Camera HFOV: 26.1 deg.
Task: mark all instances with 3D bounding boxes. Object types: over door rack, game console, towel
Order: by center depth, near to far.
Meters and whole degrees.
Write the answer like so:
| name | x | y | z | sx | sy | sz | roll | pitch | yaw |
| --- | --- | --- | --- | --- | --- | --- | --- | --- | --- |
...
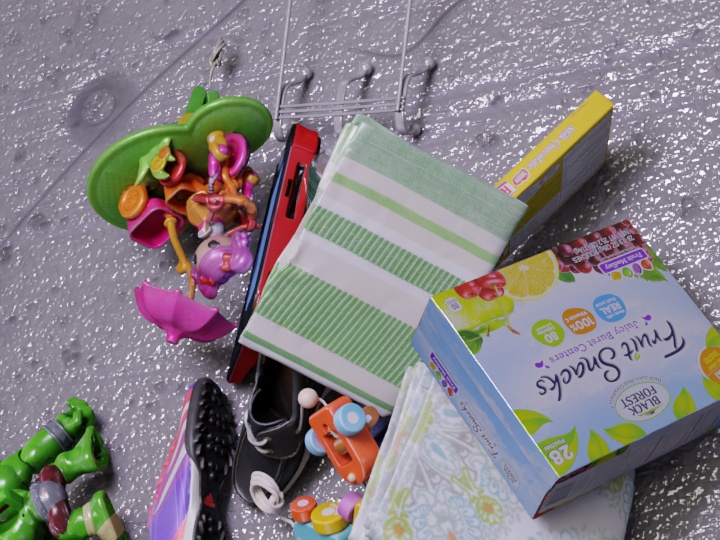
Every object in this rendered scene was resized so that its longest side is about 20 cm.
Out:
| name | x | y | z | sx | sy | sz | roll | pitch | yaw |
| --- | --- | --- | --- | --- | --- | --- | --- | --- | --- |
| towel | 0.101 | 0.172 | 1.140 | 0.199 | 0.048 | 0.172 | 27 | 50 | -4 |
| towel | 0.014 | 0.001 | 1.190 | 0.152 | 0.023 | 0.201 | 28 | 103 | -7 |
| game console | -0.081 | -0.014 | 1.361 | 0.031 | 0.177 | 0.202 | 16 | 69 | -10 |
| over door rack | -0.007 | -0.223 | 1.464 | 0.147 | 0.066 | 0.202 | -1 | 86 | 28 |

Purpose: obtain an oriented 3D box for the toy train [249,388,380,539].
| name | x | y | z | sx | sy | sz | roll | pitch | yaw |
| --- | --- | --- | --- | --- | --- | --- | --- | --- | --- |
| toy train | -0.012 | 0.171 | 1.225 | 0.055 | 0.200 | 0.151 | -29 | 80 | -32 |

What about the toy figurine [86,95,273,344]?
| name | x | y | z | sx | sy | sz | roll | pitch | yaw |
| --- | --- | --- | --- | --- | --- | --- | --- | --- | --- |
| toy figurine | -0.141 | -0.028 | 1.387 | 0.199 | 0.150 | 0.185 | -35 | 52 | 24 |

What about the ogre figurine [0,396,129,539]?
| name | x | y | z | sx | sy | sz | roll | pitch | yaw |
| --- | --- | --- | --- | --- | --- | --- | --- | --- | --- |
| ogre figurine | -0.279 | 0.213 | 1.387 | 0.119 | 0.098 | 0.201 | -22 | 68 | 3 |

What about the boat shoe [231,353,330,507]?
| name | x | y | z | sx | sy | sz | roll | pitch | yaw |
| --- | --- | --- | --- | --- | --- | --- | --- | --- | --- |
| boat shoe | -0.074 | 0.119 | 1.290 | 0.072 | 0.067 | 0.201 | 40 | 126 | 25 |

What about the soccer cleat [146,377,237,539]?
| name | x | y | z | sx | sy | sz | roll | pitch | yaw |
| --- | --- | --- | --- | --- | --- | --- | --- | --- | --- |
| soccer cleat | -0.154 | 0.190 | 1.350 | 0.073 | 0.068 | 0.202 | -13 | 63 | 27 |

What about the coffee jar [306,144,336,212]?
| name | x | y | z | sx | sy | sz | roll | pitch | yaw |
| --- | --- | --- | --- | --- | --- | --- | --- | --- | --- |
| coffee jar | 0.000 | 0.000 | 1.288 | 0.085 | 0.201 | 0.104 | -22 | 48 | -32 |

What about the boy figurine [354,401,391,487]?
| name | x | y | z | sx | sy | sz | roll | pitch | yaw |
| --- | --- | --- | --- | --- | --- | --- | --- | --- | --- |
| boy figurine | 0.064 | 0.092 | 1.261 | 0.124 | 0.064 | 0.200 | 43 | 102 | -6 |

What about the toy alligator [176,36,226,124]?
| name | x | y | z | sx | sy | sz | roll | pitch | yaw |
| --- | --- | --- | --- | --- | --- | --- | --- | --- | --- |
| toy alligator | -0.155 | -0.133 | 1.522 | 0.054 | 0.059 | 0.201 | 26 | 73 | -8 |

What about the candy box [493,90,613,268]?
| name | x | y | z | sx | sy | sz | roll | pitch | yaw |
| --- | --- | --- | --- | --- | --- | --- | --- | --- | --- |
| candy box | 0.130 | -0.054 | 1.269 | 0.200 | 0.102 | 0.026 | -43 | 72 | -14 |

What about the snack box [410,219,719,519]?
| name | x | y | z | sx | sy | sz | roll | pitch | yaw |
| --- | --- | --- | --- | --- | --- | --- | --- | --- | --- |
| snack box | 0.166 | 0.068 | 1.157 | 0.199 | 0.068 | 0.169 | -20 | 61 | -28 |
